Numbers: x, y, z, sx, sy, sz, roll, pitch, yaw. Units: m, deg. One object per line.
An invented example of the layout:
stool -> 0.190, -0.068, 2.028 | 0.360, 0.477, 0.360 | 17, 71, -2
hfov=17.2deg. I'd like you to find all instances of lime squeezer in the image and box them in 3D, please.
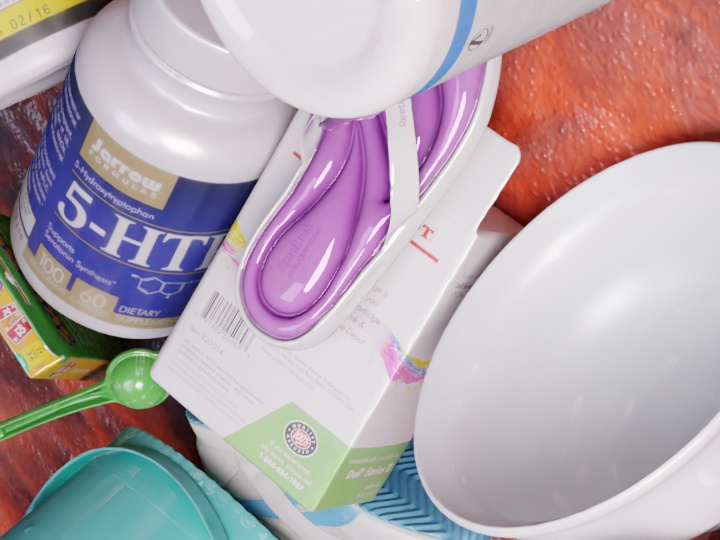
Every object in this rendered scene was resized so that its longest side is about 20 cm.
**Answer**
lime squeezer -> -0.110, 0.070, 1.260 | 0.200, 0.071, 0.038 | 0, 146, 40

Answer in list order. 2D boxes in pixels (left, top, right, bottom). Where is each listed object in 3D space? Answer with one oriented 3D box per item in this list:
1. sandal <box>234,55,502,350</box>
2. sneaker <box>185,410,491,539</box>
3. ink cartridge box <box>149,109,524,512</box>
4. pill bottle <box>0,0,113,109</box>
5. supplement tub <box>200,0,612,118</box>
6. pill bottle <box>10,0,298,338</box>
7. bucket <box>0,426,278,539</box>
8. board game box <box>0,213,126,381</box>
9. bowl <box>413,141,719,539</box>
sandal -> 0.002, -0.053, 1.072 | 0.082, 0.050, 0.203 | 30, 102, 25
sneaker -> -0.004, 0.113, 1.240 | 0.200, 0.076, 0.081 | 19, 134, 44
ink cartridge box -> 0.000, 0.000, 1.140 | 0.117, 0.067, 0.200 | 38, 107, 24
pill bottle -> -0.204, -0.189, 1.238 | 0.111, 0.111, 0.200 | -23, 95, 48
supplement tub -> 0.039, -0.150, 0.952 | 0.132, 0.200, 0.132 | 23, 127, 35
pill bottle -> -0.093, -0.070, 1.186 | 0.120, 0.120, 0.200 | 46, 136, 17
bucket -> -0.109, 0.191, 1.281 | 0.207, 0.135, 0.207 | 39, 164, 14
board game box -> -0.175, 0.014, 1.286 | 0.096, 0.030, 0.200 | 56, 180, 6
bowl -> 0.126, 0.049, 1.014 | 0.201, 0.201, 0.090 | -11, 136, 47
